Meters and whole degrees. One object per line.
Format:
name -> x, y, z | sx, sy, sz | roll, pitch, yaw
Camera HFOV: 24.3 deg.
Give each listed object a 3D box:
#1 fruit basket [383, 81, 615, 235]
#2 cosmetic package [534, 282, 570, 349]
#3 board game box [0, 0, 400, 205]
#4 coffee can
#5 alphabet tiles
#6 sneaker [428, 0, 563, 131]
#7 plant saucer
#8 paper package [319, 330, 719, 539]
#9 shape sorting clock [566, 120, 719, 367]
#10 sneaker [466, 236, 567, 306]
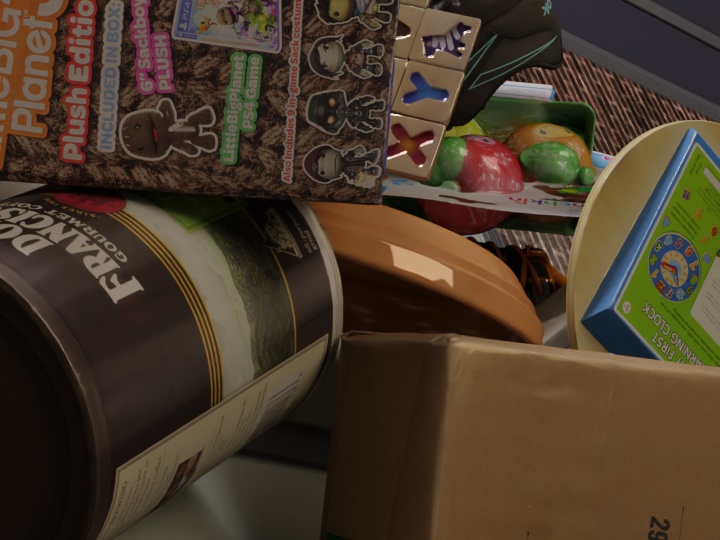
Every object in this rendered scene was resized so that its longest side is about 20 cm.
fruit basket -> 0.078, -0.068, 1.041 | 0.184, 0.094, 0.200 | 6, 10, 9
cosmetic package -> 0.140, 0.063, 0.980 | 0.200, 0.071, 0.106 | -31, 99, -39
board game box -> -0.090, -0.102, 0.726 | 0.199, 0.097, 0.160 | 4, 19, -4
coffee can -> -0.115, 0.034, 0.703 | 0.146, 0.146, 0.200 | 50, 30, 5
alphabet tiles -> -0.040, -0.117, 0.940 | 0.199, 0.167, 0.006 | 14, -17, 17
sneaker -> 0.028, -0.108, 0.983 | 0.079, 0.200, 0.075 | 56, 10, -27
plant saucer -> 0.000, 0.000, 0.857 | 0.200, 0.200, 0.038 | 25, 75, -33
paper package -> 0.080, 0.133, 0.747 | 0.190, 0.103, 0.201 | 8, 85, -26
shape sorting clock -> 0.190, 0.015, 0.951 | 0.199, 0.039, 0.201 | 2, 86, -39
sneaker -> 0.081, 0.012, 1.046 | 0.200, 0.077, 0.078 | 21, 41, -35
